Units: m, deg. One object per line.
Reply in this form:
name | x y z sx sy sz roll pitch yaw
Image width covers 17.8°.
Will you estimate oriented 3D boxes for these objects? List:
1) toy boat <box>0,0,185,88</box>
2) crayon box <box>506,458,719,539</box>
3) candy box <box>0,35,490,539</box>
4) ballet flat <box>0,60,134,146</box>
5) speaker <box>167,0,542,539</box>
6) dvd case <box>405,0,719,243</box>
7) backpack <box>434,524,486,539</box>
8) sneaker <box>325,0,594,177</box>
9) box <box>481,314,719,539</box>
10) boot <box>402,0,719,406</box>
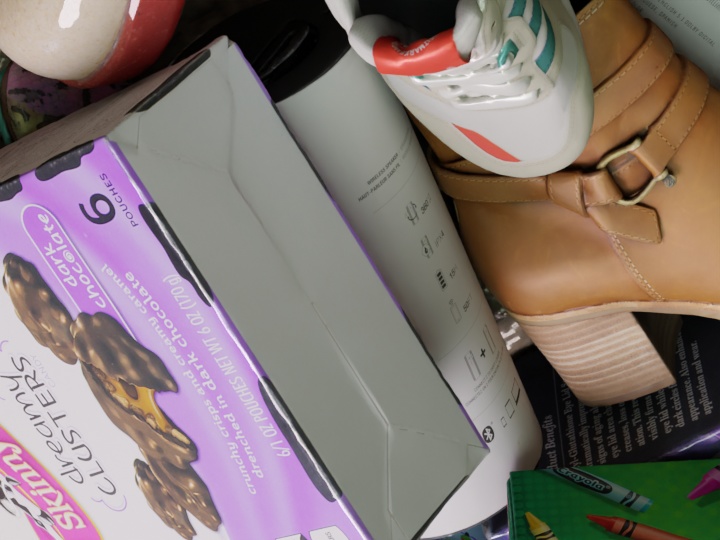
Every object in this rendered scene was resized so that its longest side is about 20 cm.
toy boat | -0.058 -0.162 0.770 0.130 0.131 0.201 -3 130 -35
crayon box | 0.119 0.167 0.881 0.118 0.058 0.201 -3 125 2
candy box | -0.080 0.033 0.799 0.199 0.072 0.168 -19 108 46
ballet flat | -0.064 -0.008 0.880 0.071 0.069 0.201 -3 130 32
speaker | 0.000 0.000 0.840 0.081 0.081 0.201 -18 123 12
dvd case | 0.077 -0.093 0.855 0.150 0.025 0.200 35 116 -21
backpack | -0.015 0.169 0.953 0.198 0.135 0.183 -20 135 1
sneaker | 0.021 -0.079 0.715 0.070 0.094 0.200 -13 137 17
box | 0.164 0.082 0.922 0.199 0.105 0.148 -28 120 17
boot | 0.125 -0.049 0.835 0.199 0.077 0.156 -22 118 23
